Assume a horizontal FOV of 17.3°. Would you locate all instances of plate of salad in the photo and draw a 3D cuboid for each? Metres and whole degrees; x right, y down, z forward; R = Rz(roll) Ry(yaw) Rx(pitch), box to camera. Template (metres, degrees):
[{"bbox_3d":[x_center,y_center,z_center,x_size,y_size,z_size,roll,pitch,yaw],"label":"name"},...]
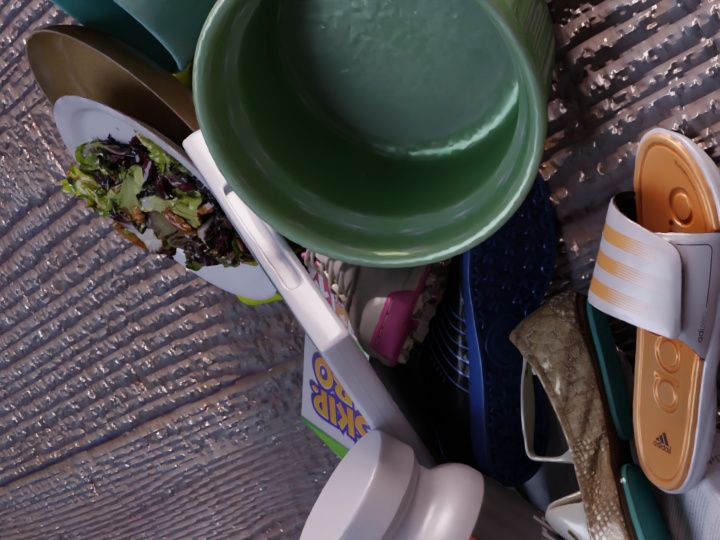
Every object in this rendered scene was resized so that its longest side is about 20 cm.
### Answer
[{"bbox_3d":[-0.140,-0.042,1.619,0.200,0.048,0.200,36,161,15],"label":"plate of salad"}]

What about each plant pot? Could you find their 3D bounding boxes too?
[{"bbox_3d":[-0.145,-0.099,1.615,0.200,0.028,0.200,36,161,15],"label":"plant pot"}]

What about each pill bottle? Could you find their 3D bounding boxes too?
[{"bbox_3d":[0.068,0.185,1.385,0.199,0.116,0.116,32,154,-12],"label":"pill bottle"}]

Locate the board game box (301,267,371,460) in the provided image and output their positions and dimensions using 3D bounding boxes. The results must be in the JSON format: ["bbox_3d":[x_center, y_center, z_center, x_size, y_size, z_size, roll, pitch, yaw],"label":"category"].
[{"bbox_3d":[-0.003,0.071,1.663,0.096,0.030,0.201,43,148,35],"label":"board game box"}]

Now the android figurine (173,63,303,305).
[{"bbox_3d":[-0.096,-0.063,1.693,0.200,0.041,0.183,-9,105,59],"label":"android figurine"}]

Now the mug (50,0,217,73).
[{"bbox_3d":[-0.140,-0.212,1.554,0.152,0.115,0.185,28,170,35],"label":"mug"}]

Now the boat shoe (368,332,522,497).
[{"bbox_3d":[0.054,0.130,1.499,0.202,0.063,0.074,64,154,16],"label":"boat shoe"}]

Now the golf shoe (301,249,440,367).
[{"bbox_3d":[0.000,0.000,1.431,0.200,0.091,0.076,-84,14,-73],"label":"golf shoe"}]

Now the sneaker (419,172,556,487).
[{"bbox_3d":[0.069,0.028,1.421,0.078,0.070,0.202,13,105,54],"label":"sneaker"}]

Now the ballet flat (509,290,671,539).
[{"bbox_3d":[0.132,0.114,1.362,0.070,0.065,0.201,23,-129,-66],"label":"ballet flat"}]

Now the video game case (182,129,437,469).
[{"bbox_3d":[-0.027,0.027,1.433,0.182,0.024,0.200,55,178,34],"label":"video game case"}]

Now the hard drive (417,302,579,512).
[{"bbox_3d":[0.090,0.108,1.511,0.200,0.026,0.133,28,130,53],"label":"hard drive"}]

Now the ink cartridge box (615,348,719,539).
[{"bbox_3d":[0.197,0.152,1.389,0.200,0.050,0.162,-117,22,-44],"label":"ink cartridge box"}]

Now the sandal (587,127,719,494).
[{"bbox_3d":[0.159,0.029,1.283,0.079,0.059,0.208,23,118,54],"label":"sandal"}]

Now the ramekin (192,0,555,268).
[{"bbox_3d":[0.015,-0.111,1.319,0.199,0.098,0.201,8,123,12],"label":"ramekin"}]
